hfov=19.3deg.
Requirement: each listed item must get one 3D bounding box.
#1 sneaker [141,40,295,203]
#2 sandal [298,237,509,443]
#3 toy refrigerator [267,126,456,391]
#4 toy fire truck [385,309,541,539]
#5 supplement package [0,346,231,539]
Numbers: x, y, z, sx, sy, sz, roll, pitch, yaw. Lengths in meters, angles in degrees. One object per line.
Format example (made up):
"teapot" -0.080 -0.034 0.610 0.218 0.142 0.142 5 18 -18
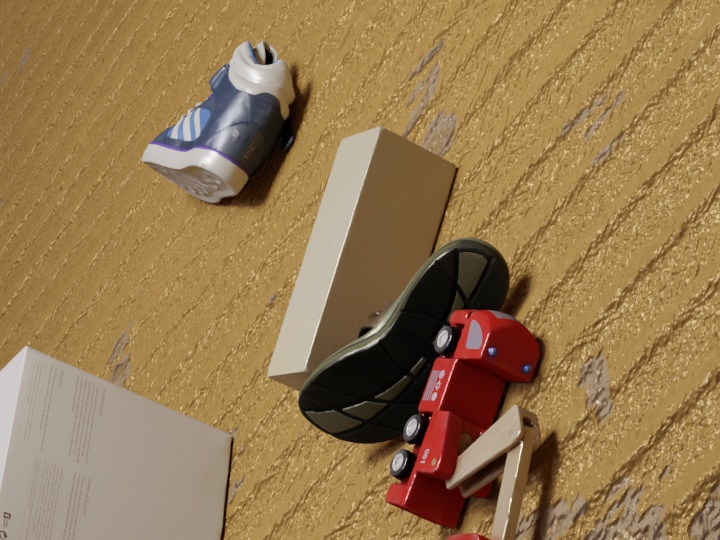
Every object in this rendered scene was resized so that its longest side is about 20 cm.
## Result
"sneaker" -0.124 -0.146 2.001 0.147 0.080 0.200 -60 21 -10
"sandal" 0.037 0.051 1.522 0.201 0.080 0.057 -45 14 23
"toy refrigerator" 0.000 0.000 1.622 0.070 0.076 0.201 -13 57 59
"toy fire truck" 0.079 0.121 1.391 0.141 0.049 0.201 -1 66 62
"supplement package" -0.233 0.207 1.739 0.147 0.199 0.192 -40 34 42
